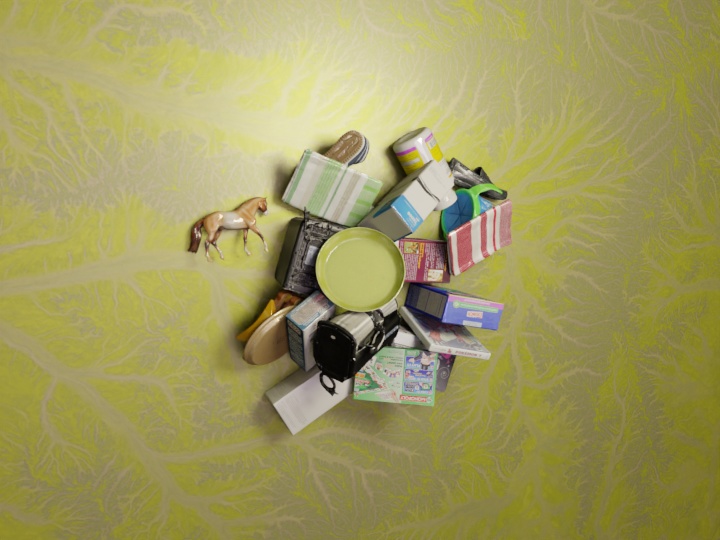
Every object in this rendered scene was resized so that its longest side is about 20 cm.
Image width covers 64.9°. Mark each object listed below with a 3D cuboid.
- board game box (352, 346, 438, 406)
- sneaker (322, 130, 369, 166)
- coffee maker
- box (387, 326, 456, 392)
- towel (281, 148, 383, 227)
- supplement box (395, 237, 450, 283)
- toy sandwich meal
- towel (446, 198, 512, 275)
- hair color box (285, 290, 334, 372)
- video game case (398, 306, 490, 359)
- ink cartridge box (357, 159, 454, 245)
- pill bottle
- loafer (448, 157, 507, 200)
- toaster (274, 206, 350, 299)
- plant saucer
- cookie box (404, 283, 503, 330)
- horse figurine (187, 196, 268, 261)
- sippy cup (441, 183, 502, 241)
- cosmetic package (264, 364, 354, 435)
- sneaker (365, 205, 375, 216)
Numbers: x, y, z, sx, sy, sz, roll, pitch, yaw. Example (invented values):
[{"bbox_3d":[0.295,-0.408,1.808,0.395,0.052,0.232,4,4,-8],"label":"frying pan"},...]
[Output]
[{"bbox_3d":[0.085,0.256,1.390,0.200,0.029,0.135,5,90,2],"label":"board game box"},{"bbox_3d":[-0.061,-0.259,1.358,0.200,0.108,0.070,-35,89,18],"label":"sneaker"},{"bbox_3d":[-0.013,0.153,1.315,0.135,0.192,0.200,43,41,11],"label":"coffee maker"},{"bbox_3d":[0.136,0.226,1.492,0.200,0.115,0.132,17,91,-25],"label":"box"},{"bbox_3d":[-0.066,-0.186,1.318,0.200,0.031,0.149,20,125,-18],"label":"towel"},{"bbox_3d":[0.134,-0.028,1.467,0.200,0.086,0.111,2,97,-23],"label":"supplement box"},{"bbox_3d":[-0.204,0.135,1.334,0.205,0.070,0.205,-36,154,-22],"label":"toy sandwich meal"},{"bbox_3d":[0.307,-0.082,1.444,0.200,0.023,0.144,-29,134,-16],"label":"towel"},{"bbox_3d":[-0.116,0.145,1.329,0.100,0.061,0.200,-40,155,-28],"label":"hair color box"},{"bbox_3d":[0.216,0.160,1.472,0.182,0.200,0.023,12,110,-25],"label":"video game case"},{"bbox_3d":[0.108,-0.155,1.336,0.084,0.145,0.200,49,56,-11],"label":"ink cartridge box"},{"bbox_3d":[0.170,-0.254,1.438,0.104,0.104,0.200,-36,110,-14],"label":"pill bottle"},{"bbox_3d":[0.317,-0.243,1.522,0.200,0.068,0.070,18,100,-21],"label":"loafer"},{"bbox_3d":[-0.093,-0.034,1.350,0.181,0.119,0.200,15,93,-25],"label":"toaster"},{"bbox_3d":[0.000,0.000,1.270,0.200,0.031,0.200,1,70,-3],"label":"plant saucer"},{"bbox_3d":[0.239,0.090,1.468,0.171,0.200,0.075,11,94,-25],"label":"cookie box"},{"bbox_3d":[-0.297,-0.093,1.287,0.200,0.050,0.133,-11,90,-15],"label":"horse figurine"},{"bbox_3d":[0.306,-0.138,1.501,0.130,0.178,0.140,8,71,-30],"label":"sippy cup"},{"bbox_3d":[-0.120,0.300,1.409,0.200,0.085,0.108,-32,110,-17],"label":"cosmetic package"},{"bbox_3d":[-0.005,-0.141,1.406,0.200,0.070,0.080,37,90,-17],"label":"sneaker"}]
